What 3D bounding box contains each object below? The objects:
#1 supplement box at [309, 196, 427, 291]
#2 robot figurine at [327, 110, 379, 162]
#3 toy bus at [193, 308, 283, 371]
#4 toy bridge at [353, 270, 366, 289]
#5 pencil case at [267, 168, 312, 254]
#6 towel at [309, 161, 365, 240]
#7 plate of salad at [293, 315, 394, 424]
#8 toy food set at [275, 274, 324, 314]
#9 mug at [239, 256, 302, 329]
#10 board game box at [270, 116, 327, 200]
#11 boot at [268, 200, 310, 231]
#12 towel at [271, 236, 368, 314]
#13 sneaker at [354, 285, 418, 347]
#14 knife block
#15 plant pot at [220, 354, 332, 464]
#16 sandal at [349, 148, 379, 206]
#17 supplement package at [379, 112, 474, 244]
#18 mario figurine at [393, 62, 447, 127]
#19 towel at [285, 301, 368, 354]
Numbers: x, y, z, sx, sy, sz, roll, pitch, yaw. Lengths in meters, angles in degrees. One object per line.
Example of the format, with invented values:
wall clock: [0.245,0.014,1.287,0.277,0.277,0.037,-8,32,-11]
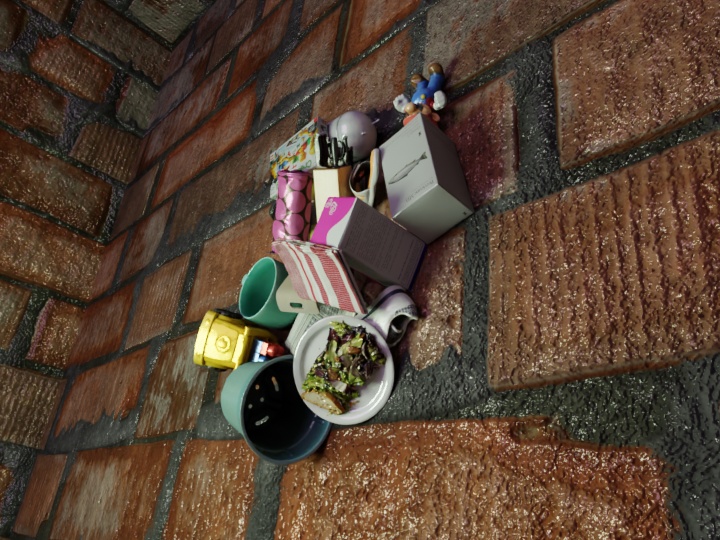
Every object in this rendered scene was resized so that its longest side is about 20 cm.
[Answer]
supplement box: [0.017,-0.049,1.087,0.100,0.198,0.105,11,77,52]
robot figurine: [-0.039,-0.314,1.393,0.198,0.113,0.171,-16,40,44]
toy bus: [-0.258,0.178,1.340,0.189,0.200,0.138,12,84,20]
toy bridge: [0.000,0.000,1.193,0.068,0.027,0.202,93,-166,-56]
pencil case: [-0.163,-0.135,1.328,0.093,0.090,0.204,26,113,44]
towel: [-0.056,-0.162,1.353,0.141,0.023,0.203,-12,56,17]
plate of salad: [-0.036,0.184,1.051,0.196,0.048,0.204,1,92,16]
toy food set: [-0.084,0.010,1.261,0.142,0.061,0.201,-1,44,47]
mug: [-0.204,0.050,1.370,0.152,0.113,0.187,-45,39,23]
board game box: [-0.151,-0.268,1.393,0.199,0.034,0.129,-27,59,41]
boot: [-0.146,-0.183,1.448,0.213,0.079,0.158,-60,30,8]
towel: [-0.079,0.011,1.072,0.198,0.146,0.023,11,44,48]
sneaker: [0.026,0.122,1.083,0.201,0.076,0.081,-50,48,20]
knife block: [-0.065,-0.191,1.249,0.063,0.176,0.203,3,61,26]
plant pot: [-0.184,0.267,1.161,0.195,0.198,0.204,-6,63,57]
sandal: [0.007,-0.203,1.227,0.207,0.058,0.081,98,177,-72]
supplement package: [0.124,-0.178,1.106,0.116,0.117,0.203,-34,45,30]
mario figurine: [0.127,-0.363,1.222,0.124,0.104,0.203,109,173,-57]
towel: [-0.081,0.116,1.246,0.192,0.034,0.202,32,94,54]
